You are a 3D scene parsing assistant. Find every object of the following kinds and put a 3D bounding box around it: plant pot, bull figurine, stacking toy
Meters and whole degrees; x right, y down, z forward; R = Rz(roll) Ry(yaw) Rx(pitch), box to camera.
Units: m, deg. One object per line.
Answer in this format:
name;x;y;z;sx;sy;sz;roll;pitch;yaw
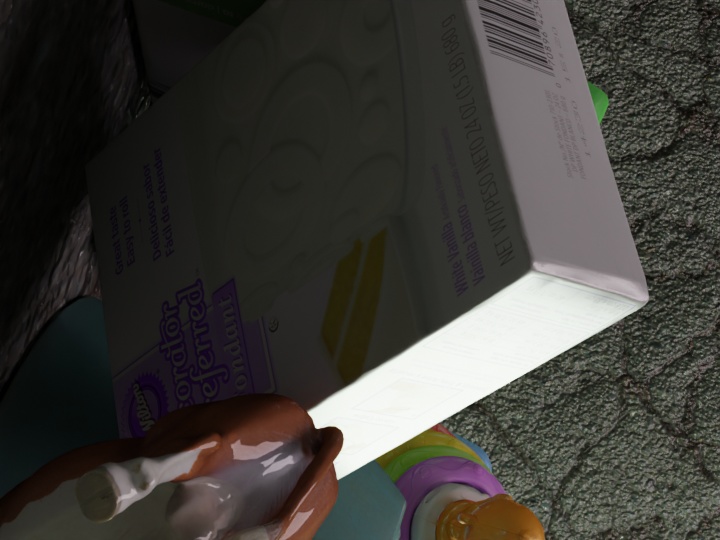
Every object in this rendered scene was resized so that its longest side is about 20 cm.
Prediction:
plant pot;-0.073;0.133;0.656;0.201;0.159;0.203;18;90;-86
bull figurine;-0.096;0.098;0.472;0.199;0.065;0.121;-34;177;21
stacking toy;0.036;0.122;0.744;0.111;0.115;0.200;-66;-163;-11

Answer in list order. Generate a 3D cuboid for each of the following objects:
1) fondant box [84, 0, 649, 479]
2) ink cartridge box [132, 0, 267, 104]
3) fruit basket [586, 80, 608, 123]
fondant box;-0.011;-0.016;0.524;0.199;0.058;0.146;-35;-124;39
ink cartridge box;-0.029;-0.132;0.648;0.200;0.083;0.147;96;13;-66
fruit basket;0.023;-0.093;0.859;0.216;0.154;0.217;-46;-148;40
